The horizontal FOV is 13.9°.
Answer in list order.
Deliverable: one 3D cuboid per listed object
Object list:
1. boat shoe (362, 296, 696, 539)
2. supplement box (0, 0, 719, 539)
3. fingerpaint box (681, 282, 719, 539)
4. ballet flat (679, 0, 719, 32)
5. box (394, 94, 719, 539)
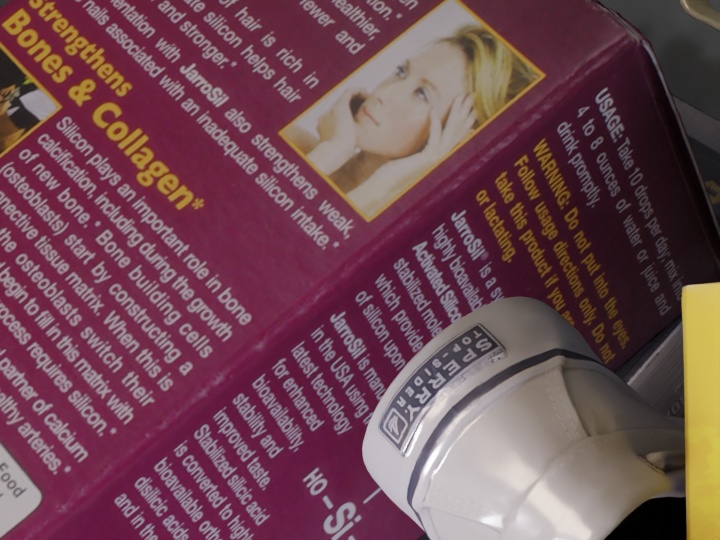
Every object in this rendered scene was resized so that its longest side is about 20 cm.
[{"bbox_3d":[0.070,0.066,0.663,0.072,0.200,0.066,-44,59,0],"label":"boat shoe"},{"bbox_3d":[-0.035,0.001,0.690,0.200,0.103,0.131,-39,53,-7],"label":"supplement box"},{"bbox_3d":[0.133,0.109,0.628,0.073,0.167,0.201,-6,80,30],"label":"fingerpaint box"},{"bbox_3d":[0.087,-0.104,0.762,0.200,0.074,0.074,44,107,35],"label":"ballet flat"},{"bbox_3d":[0.000,0.000,0.773,0.200,0.048,0.158,33,72,34],"label":"box"}]
